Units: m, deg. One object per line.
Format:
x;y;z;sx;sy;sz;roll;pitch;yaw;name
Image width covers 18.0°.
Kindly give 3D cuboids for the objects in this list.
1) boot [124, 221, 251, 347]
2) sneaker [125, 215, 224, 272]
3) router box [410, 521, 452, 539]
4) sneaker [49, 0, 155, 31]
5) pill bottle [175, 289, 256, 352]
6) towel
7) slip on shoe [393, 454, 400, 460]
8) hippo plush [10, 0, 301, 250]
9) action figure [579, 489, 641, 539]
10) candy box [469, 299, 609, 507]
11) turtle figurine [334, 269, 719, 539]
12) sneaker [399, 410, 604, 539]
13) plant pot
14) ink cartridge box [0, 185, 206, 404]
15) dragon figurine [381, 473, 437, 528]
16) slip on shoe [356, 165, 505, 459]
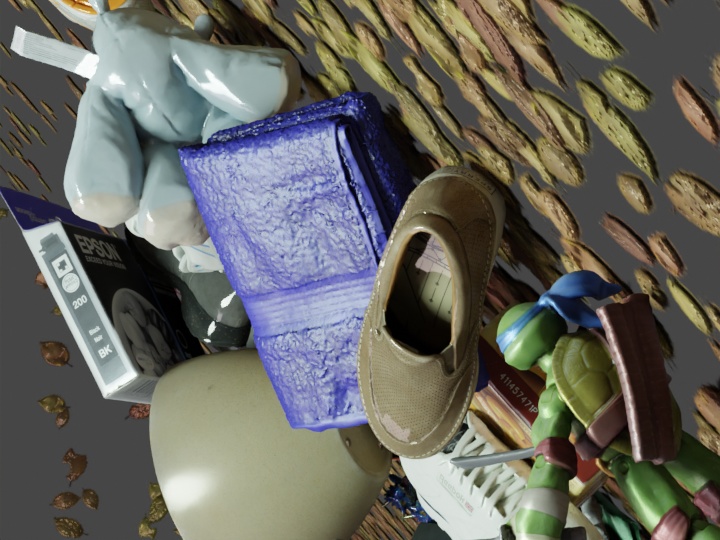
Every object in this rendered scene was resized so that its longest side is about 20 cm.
-0.119;-0.040;1.848;0.070;0.132;0.200;2;-150;-36;boot
-0.090;-0.028;1.659;0.200;0.087;0.075;26;-153;-38;sneaker
0.148;0.270;1.760;0.200;0.052;0.157;1;138;39;router box
-0.224;-0.228;1.694;0.200;0.076;0.092;44;174;32;sneaker
-0.094;0.024;1.961;0.110;0.110;0.200;54;170;-25;pill bottle
-0.020;0.001;1.380;0.147;0.050;0.200;-15;104;30;towel
-0.023;0.126;1.990;0.200;0.074;0.061;18;177;-29;slip on shoe
-0.130;-0.098;1.504;0.200;0.160;0.161;29;180;4;hippo plush
0.159;0.203;1.601;0.055;0.118;0.200;9;-139;-52;action figure
0.114;0.098;1.482;0.115;0.055;0.200;48;169;10;candy box
0.129;0.121;1.201;0.194;0.200;0.144;37;-177;14;turtle figurine
0.083;0.143;1.435;0.200;0.076;0.081;33;152;50;sneaker
-0.054;0.143;1.794;0.200;0.134;0.201;48;-151;-38;plant pot
-0.203;0.017;1.872;0.200;0.043;0.198;61;-169;14;ink cartridge box
0.061;0.176;1.880;0.059;0.099;0.200;49;173;3;dragon figurine
0.035;0.035;1.299;0.076;0.061;0.200;25;128;11;slip on shoe
